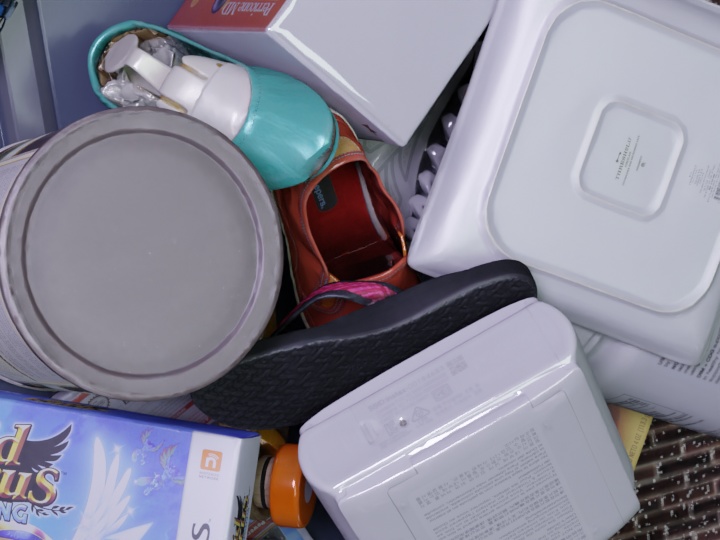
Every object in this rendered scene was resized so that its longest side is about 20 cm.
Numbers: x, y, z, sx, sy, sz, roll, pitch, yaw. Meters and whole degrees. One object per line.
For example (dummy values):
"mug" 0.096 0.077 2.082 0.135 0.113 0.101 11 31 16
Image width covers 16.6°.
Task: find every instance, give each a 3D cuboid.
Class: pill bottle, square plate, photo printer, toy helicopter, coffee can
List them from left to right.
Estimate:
"coffee can" -0.141 -0.006 1.311 0.146 0.200 0.147 1 89 -20
"toy helicopter" -0.056 0.043 1.408 0.079 0.132 0.201 4 106 14
"photo printer" 0.069 0.119 1.390 0.166 0.070 0.200 -30 142 0
"square plate" 0.146 -0.065 1.376 0.198 0.028 0.200 19 91 -22
"pill bottle" 0.180 0.030 1.483 0.200 0.113 0.114 19 87 -30

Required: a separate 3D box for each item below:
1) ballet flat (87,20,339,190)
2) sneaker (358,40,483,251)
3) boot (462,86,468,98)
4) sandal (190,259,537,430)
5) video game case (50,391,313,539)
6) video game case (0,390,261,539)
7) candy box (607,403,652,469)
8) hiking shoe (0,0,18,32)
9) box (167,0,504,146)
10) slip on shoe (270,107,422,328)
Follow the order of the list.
"ballet flat" -0.092 -0.092 1.334 0.070 0.200 0.067 25 91 -38
"sneaker" 0.012 -0.060 1.462 0.081 0.075 0.200 31 75 -14
"boot" 0.165 -0.121 1.493 0.188 0.068 0.200 -45 133 -2
"sandal" -0.002 0.033 1.340 0.200 0.045 0.075 -19 147 -13
"video game case" -0.119 0.149 1.445 0.143 0.017 0.200 -38 108 -17
"video game case" -0.166 0.163 1.351 0.199 0.045 0.182 8 90 12
"candy box" 0.092 0.155 1.520 0.116 0.056 0.200 23 84 -24
"hiking shoe" -0.214 -0.161 1.352 0.200 0.074 0.087 -31 114 -9
"box" 0.009 -0.183 1.398 0.106 0.152 0.200 39 78 -24
"slip on shoe" 0.000 0.000 1.374 0.074 0.061 0.200 -28 126 -12
